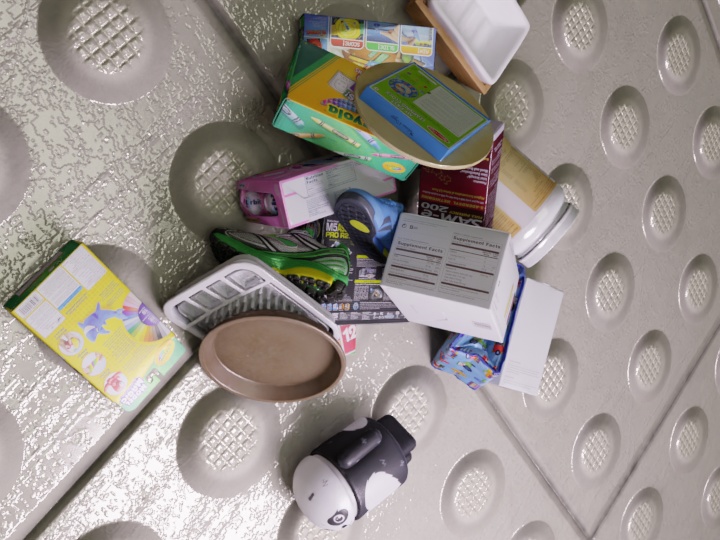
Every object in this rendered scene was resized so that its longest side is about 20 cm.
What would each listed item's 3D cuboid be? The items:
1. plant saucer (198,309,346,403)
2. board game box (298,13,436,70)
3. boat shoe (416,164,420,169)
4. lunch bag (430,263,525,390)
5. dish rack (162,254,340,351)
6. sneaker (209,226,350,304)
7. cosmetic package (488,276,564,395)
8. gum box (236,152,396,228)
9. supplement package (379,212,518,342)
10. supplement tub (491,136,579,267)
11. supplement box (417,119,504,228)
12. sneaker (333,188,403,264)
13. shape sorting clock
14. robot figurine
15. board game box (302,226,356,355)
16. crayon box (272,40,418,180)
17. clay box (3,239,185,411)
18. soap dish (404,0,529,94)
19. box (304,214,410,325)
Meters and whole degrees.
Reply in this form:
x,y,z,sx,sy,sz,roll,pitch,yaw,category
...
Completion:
x,y,z,sx,sy,sz,roll,pitch,yaw,category
-0.118,0.115,1.065,0.200,0.200,0.030,38,37,-34,plant saucer
0.009,-0.291,1.137,0.199,0.034,0.136,2,95,-15,board game box
0.074,-0.256,1.211,0.060,0.072,0.202,-9,95,-26,boat shoe
0.214,0.082,1.307,0.094,0.151,0.200,29,71,3,lunch bag
-0.142,0.056,1.053,0.200,0.171,0.044,40,36,-34,dish rack
-0.109,-0.020,1.069,0.199,0.078,0.085,17,60,-1,sneaker
0.282,0.114,1.414,0.113,0.081,0.201,21,82,-37,cosmetic package
-0.064,-0.117,1.099,0.200,0.113,0.066,-22,109,-33,gum box
0.135,0.014,1.123,0.200,0.155,0.111,49,55,-68,supplement package
0.234,-0.115,1.261,0.200,0.145,0.145,41,68,1,supplement tub
0.146,-0.127,1.171,0.061,0.109,0.200,-49,146,-52,supplement box
0.018,-0.078,1.069,0.079,0.066,0.200,-60,159,-11,sneaker
0.085,-0.207,1.044,0.200,0.200,0.039,-10,146,-36,shape sorting clock
-0.007,0.306,1.192,0.200,0.125,0.151,-30,110,-31,robot figurine
-0.048,0.033,1.188,0.095,0.030,0.201,-4,96,-38,board game box
-0.010,-0.216,1.063,0.200,0.058,0.119,21,53,-16,crayon box
-0.322,0.073,0.972,0.115,0.048,0.200,-50,123,-21,clay box
0.172,-0.408,1.260,0.200,0.081,0.158,44,70,-32,soap dish
0.000,0.000,1.177,0.200,0.044,0.161,1,95,-43,box
